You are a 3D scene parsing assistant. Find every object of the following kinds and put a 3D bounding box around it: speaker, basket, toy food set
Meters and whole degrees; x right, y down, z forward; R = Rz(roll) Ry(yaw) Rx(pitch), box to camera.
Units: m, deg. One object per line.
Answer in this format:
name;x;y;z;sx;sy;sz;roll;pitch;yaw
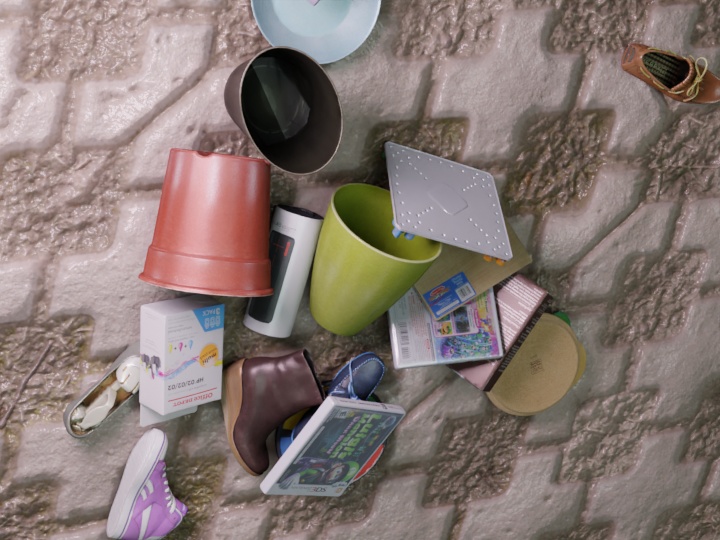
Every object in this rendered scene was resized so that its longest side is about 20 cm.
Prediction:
speaker;-0.120;-0.001;1.590;0.081;0.081;0.201;13;102;-22
basket;-0.123;-0.241;1.452;0.136;0.200;0.181;-29;113;-9
toy food set;0.302;0.161;1.797;0.200;0.049;0.198;-37;113;-5

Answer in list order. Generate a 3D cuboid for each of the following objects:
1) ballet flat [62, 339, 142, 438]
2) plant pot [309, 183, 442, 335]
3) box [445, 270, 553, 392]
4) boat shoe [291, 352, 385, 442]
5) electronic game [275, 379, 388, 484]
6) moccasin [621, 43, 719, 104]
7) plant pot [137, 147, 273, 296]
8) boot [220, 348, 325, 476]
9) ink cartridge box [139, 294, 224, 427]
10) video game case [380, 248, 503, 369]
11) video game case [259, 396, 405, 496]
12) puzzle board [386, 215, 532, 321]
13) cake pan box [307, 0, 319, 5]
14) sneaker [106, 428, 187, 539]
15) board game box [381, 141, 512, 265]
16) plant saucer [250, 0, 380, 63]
ballet flat;-0.375;0.185;1.567;0.200;0.064;0.067;-42;114;-3
plant pot;0.000;0.000;1.582;0.187;0.187;0.200;15;124;-22
box;0.228;0.097;1.716;0.100;0.075;0.200;36;92;21
boat shoe;-0.026;0.225;1.656;0.084;0.069;0.200;38;88;-17
electronic game;-0.047;0.279;1.717;0.199;0.042;0.201;-5;107;-17
moccasin;0.540;-0.332;1.716;0.201;0.078;0.074;23;97;-23
plant pot;-0.214;-0.074;1.485;0.200;0.201;0.196;6;96;-20
boot;-0.134;0.230;1.626;0.166;0.072;0.201;-13;104;16
ink cartridge box;-0.276;0.147;1.564;0.115;0.068;0.201;-12;112;-44
video game case;0.131;0.054;1.664;0.181;0.024;0.201;-5;78;-11
video game case;-0.042;0.288;1.634;0.182;0.023;0.200;15;117;-48
puzzle board;0.163;-0.029;1.668;0.200;0.017;0.151;-31;85;-15
cake pan box;-0.076;-0.511;1.436;0.200;0.052;0.184;41;77;-12
sneaker;-0.324;0.347;1.634;0.114;0.073;0.201;16;110;-26
board game box;0.132;-0.104;1.590;0.199;0.200;0.026;14;133;-20
plant saucer;-0.069;-0.410;1.509;0.200;0.039;0.202;-5;106;-17
